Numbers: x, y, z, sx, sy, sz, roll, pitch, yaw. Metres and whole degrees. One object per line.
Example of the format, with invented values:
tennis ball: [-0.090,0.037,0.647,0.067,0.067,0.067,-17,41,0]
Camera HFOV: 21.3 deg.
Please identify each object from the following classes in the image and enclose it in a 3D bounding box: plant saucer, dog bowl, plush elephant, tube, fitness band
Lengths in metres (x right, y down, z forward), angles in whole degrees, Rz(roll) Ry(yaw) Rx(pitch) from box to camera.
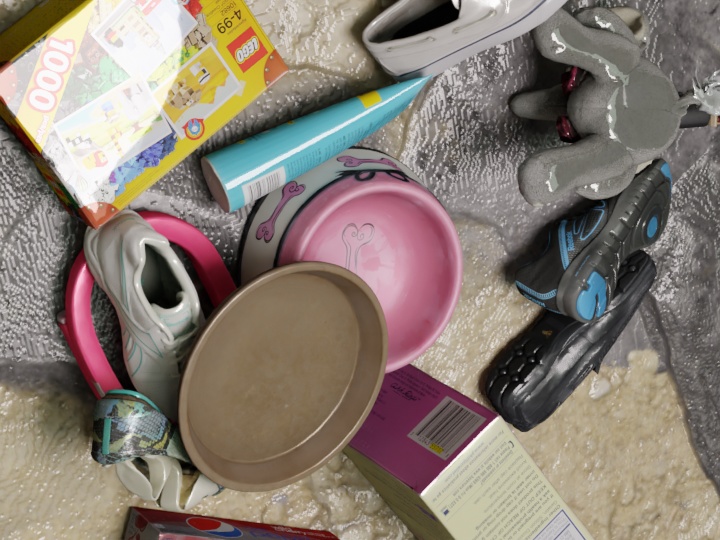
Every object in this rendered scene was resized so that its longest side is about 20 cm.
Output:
plant saucer: [-0.065,0.082,1.530,0.199,0.029,0.201,-18,121,-32]
dog bowl: [0.000,0.000,1.619,0.199,0.074,0.201,-7,106,-26]
plush elephant: [0.203,-0.146,1.656,0.199,0.155,0.166,-5,96,-19]
tube: [-0.033,-0.110,1.579,0.199,0.077,0.051,-26,90,-17]
fitness band: [-0.164,0.048,1.568,0.143,0.037,0.201,-34,117,-20]

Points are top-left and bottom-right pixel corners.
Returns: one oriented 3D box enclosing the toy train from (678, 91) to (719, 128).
toy train: [0.351,-0.153,1.782,0.199,0.046,0.034,-9,107,-26]

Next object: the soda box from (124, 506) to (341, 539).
soda box: [-0.102,0.251,1.630,0.199,0.070,0.064,12,96,-29]

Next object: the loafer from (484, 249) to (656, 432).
loafer: [0.197,0.063,1.747,0.201,0.068,0.070,-46,130,-7]

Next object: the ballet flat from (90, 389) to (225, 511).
ballet flat: [-0.159,0.158,1.543,0.074,0.074,0.200,-56,144,-5]

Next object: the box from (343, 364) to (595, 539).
box: [0.095,0.197,1.660,0.097,0.176,0.200,-43,118,-11]

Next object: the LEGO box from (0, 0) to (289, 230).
LEGO box: [-0.181,-0.155,1.481,0.200,0.077,0.149,-41,118,-13]

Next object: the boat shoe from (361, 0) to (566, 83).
boat shoe: [0.091,-0.225,1.565,0.199,0.072,0.066,-25,145,24]

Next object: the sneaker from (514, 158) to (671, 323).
sneaker: [0.214,-0.038,1.722,0.200,0.082,0.073,-47,137,-35]

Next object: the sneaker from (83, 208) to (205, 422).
sneaker: [-0.154,0.047,1.507,0.070,0.080,0.201,-34,117,-21]
